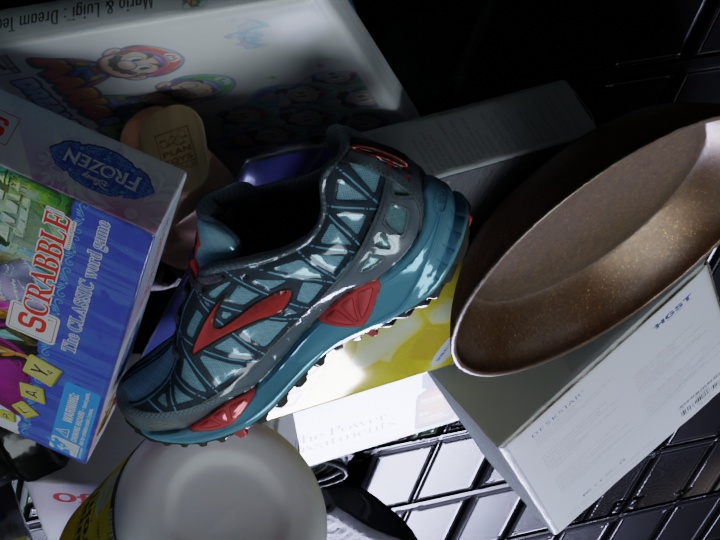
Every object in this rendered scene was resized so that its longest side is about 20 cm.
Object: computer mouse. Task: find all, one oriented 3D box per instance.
[{"bbox_3d":[-0.026,0.170,1.684,0.138,0.053,0.200,-31,140,15],"label":"computer mouse"}]

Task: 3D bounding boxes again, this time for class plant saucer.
[{"bbox_3d":[0.120,-0.023,1.253,0.200,0.037,0.201,-29,156,-14],"label":"plant saucer"}]

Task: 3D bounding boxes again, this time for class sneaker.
[{"bbox_3d":[-0.049,0.000,1.127,0.200,0.080,0.095,-37,120,24],"label":"sneaker"}]

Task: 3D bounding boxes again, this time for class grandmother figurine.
[{"bbox_3d":[-0.076,-0.022,1.218,0.120,0.061,0.200,-14,161,6],"label":"grandmother figurine"}]

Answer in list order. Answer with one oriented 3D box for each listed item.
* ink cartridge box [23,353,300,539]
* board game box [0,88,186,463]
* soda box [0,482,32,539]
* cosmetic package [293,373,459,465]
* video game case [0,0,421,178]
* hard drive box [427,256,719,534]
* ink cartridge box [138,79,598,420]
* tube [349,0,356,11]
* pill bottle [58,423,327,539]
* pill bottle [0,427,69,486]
[{"bbox_3d":[-0.110,0.132,1.472,0.145,0.086,0.200,2,151,5],"label":"ink cartridge box"},{"bbox_3d":[-0.193,-0.014,1.135,0.198,0.041,0.200,24,143,1],"label":"board game box"},{"bbox_3d":[-0.219,0.170,1.423,0.068,0.064,0.200,-17,-172,-9],"label":"soda box"},{"bbox_3d":[0.031,0.045,1.500,0.199,0.052,0.151,-17,149,-9],"label":"cosmetic package"},{"bbox_3d":[-0.076,-0.081,1.168,0.181,0.024,0.200,-7,158,14],"label":"video game case"},{"bbox_3d":[0.132,0.054,1.441,0.156,0.077,0.200,-41,157,-4],"label":"hard drive box"},{"bbox_3d":[0.000,0.000,1.233,0.199,0.047,0.198,-19,153,-36],"label":"ink cartridge box"},{"bbox_3d":[-0.021,-0.095,1.228,0.077,0.051,0.200,-7,155,5],"label":"tube"},{"bbox_3d":[-0.098,0.153,1.303,0.111,0.113,0.200,-7,163,-24],"label":"pill bottle"},{"bbox_3d":[-0.264,0.104,1.336,0.199,0.112,0.112,-23,152,3],"label":"pill bottle"}]
